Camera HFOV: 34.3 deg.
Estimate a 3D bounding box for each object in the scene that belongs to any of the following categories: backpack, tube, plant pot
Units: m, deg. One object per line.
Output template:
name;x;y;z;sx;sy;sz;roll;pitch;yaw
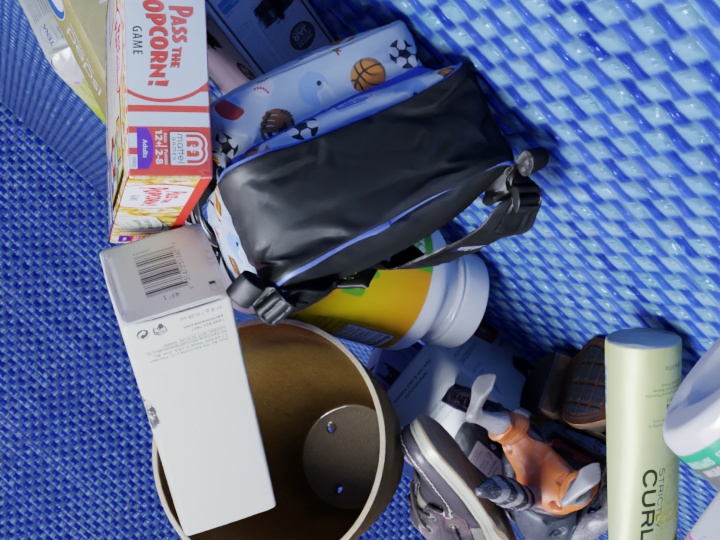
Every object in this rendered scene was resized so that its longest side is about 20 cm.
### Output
backpack;-0.017;-0.051;0.723;0.155;0.199;0.191;66;164;9
tube;0.195;0.141;0.796;0.052;0.058;0.202;-97;5;-78
plant pot;-0.038;0.144;0.940;0.186;0.187;0.200;37;-177;22

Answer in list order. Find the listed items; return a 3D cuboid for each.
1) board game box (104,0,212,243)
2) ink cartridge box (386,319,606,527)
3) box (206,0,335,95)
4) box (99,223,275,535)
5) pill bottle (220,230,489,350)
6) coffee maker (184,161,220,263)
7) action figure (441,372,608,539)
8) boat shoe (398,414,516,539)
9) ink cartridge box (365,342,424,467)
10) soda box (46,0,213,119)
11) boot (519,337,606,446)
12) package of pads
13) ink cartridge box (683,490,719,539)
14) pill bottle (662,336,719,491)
board game box;-0.126;-0.107;0.696;0.046;0.153;0.200;-1;173;-15
ink cartridge box;0.132;0.137;1.066;0.200;0.083;0.146;40;-160;5
box;-0.065;-0.149;0.830;0.116;0.060;0.200;29;164;48
box;-0.109;0.075;0.758;0.082;0.068;0.201;-120;18;-48
pill bottle;0.000;0.000;0.922;0.199;0.112;0.111;16;-178;-29
coffee maker;-0.096;-0.074;1.043;0.200;0.191;0.135;1;117;60
action figure;0.123;0.157;0.911;0.199;0.105;0.194;26;160;31
boat shoe;0.070;0.186;0.922;0.200;0.065;0.072;54;-171;-48
ink cartridge box;0.059;0.123;1.147;0.119;0.042;0.200;37;-160;-5
soda box;-0.188;-0.192;0.873;0.201;0.067;0.064;63;158;0
boot;0.206;0.105;0.924;0.096;0.075;0.200;25;172;-10
package of pads;-0.233;-0.207;1.016;0.155;0.068;0.200;60;-178;20
ink cartridge box;0.283;0.248;0.807;0.128;0.200;0.125;31;166;41
pill bottle;0.258;0.105;0.571;0.200;0.113;0.113;40;169;4
